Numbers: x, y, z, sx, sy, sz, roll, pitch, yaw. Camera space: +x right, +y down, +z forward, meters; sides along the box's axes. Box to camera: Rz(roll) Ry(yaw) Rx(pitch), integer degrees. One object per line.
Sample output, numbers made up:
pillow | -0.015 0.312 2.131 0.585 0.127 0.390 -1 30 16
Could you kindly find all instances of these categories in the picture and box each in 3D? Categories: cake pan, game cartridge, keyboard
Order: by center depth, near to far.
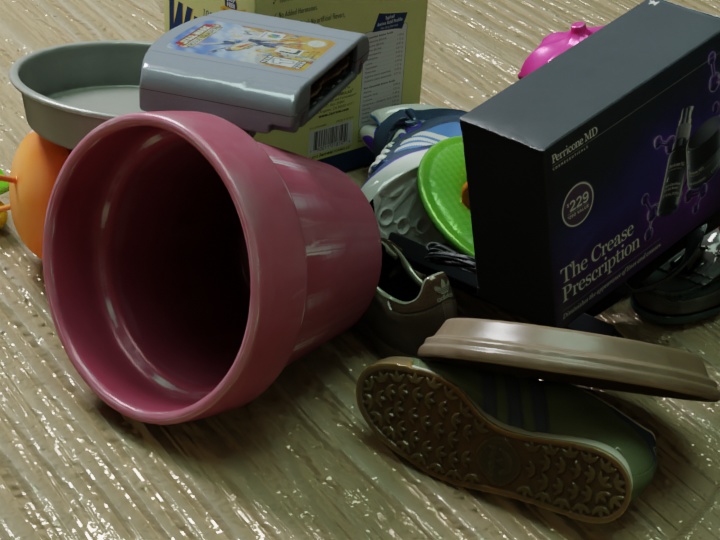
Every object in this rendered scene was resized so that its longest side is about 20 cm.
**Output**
keyboard | 0.101 0.016 1.201 0.199 0.021 0.127 23 -8 32
game cartridge | -0.081 -0.149 1.206 0.132 0.042 0.200 15 24 10
cake pan | -0.160 -0.127 1.225 0.197 0.037 0.201 5 23 -2

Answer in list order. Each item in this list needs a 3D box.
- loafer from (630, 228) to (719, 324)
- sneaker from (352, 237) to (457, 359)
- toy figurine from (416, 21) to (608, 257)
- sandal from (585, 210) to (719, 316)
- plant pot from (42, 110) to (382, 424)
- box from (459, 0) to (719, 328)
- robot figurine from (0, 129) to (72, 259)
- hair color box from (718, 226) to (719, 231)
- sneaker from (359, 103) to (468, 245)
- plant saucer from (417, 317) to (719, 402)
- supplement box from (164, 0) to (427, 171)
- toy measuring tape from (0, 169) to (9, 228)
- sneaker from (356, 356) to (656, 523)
loafer | 0.284 -0.018 1.304 0.199 0.064 0.072 -22 38 -39
sneaker | 0.000 0.000 1.220 0.199 0.076 0.070 28 37 37
toy figurine | 0.168 -0.094 1.240 0.198 0.185 0.151 28 42 -5
sandal | 0.227 -0.031 1.216 0.199 0.076 0.043 -37 42 2
plant pot | -0.086 -0.008 1.124 0.199 0.202 0.178 25 19 34
box | 0.164 -0.074 1.102 0.199 0.143 0.078 -34 39 -31
robot figurine | -0.182 -0.062 1.266 0.197 0.118 0.144 -2 28 -12
hair color box | 0.373 -0.052 1.211 0.199 0.062 0.101 -15 22 50
sneaker | 0.032 -0.083 1.388 0.199 0.082 0.146 -25 31 -37
plant saucer | 0.136 0.058 1.075 0.197 0.030 0.200 9 -5 1
supplement box | -0.057 -0.199 1.449 0.199 0.202 0.134 -19 35 -37
toy measuring tape | -0.348 -0.112 1.323 0.201 0.073 0.073 55 41 2
sneaker | 0.101 0.101 1.069 0.198 0.068 0.090 20 22 29
